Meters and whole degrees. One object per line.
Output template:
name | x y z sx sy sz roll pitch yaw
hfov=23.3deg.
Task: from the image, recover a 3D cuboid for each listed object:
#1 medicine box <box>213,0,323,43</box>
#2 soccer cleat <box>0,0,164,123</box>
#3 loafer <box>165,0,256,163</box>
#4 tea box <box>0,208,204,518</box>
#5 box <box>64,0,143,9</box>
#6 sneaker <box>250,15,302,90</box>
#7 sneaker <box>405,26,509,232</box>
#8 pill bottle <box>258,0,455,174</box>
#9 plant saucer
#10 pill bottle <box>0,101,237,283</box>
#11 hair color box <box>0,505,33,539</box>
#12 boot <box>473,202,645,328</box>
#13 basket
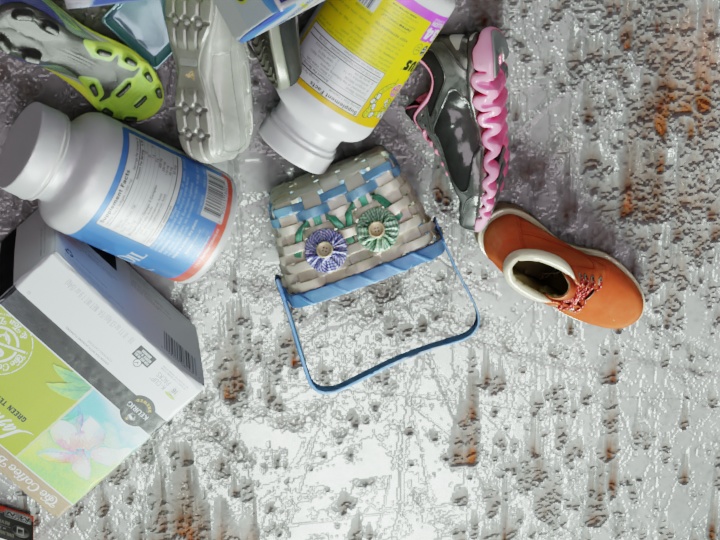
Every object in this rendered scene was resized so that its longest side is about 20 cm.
medicine box | -0.049 -0.315 1.414 0.199 0.103 0.183 -31 94 -24
soccer cleat | -0.252 -0.197 1.541 0.199 0.084 0.065 28 110 -43
loafer | -0.129 -0.197 1.550 0.069 0.070 0.202 -20 118 -46
tea box | -0.284 0.081 1.626 0.196 0.134 0.200 -41 115 11
box | -0.216 -0.327 1.469 0.121 0.048 0.202 -3 117 20
sneaker | -0.046 -0.261 1.506 0.105 0.075 0.202 -10 101 -17
sneaker | 0.090 -0.133 1.638 0.094 0.079 0.202 4 116 13
pill bottle | -0.009 -0.188 1.565 0.104 0.104 0.201 29 108 -21
plant saucer | -0.138 -0.271 1.552 0.200 0.019 0.070 -43 115 11
pill bottle | -0.219 -0.073 1.562 0.199 0.112 0.113 25 109 -30
hair color box | -0.411 0.327 1.761 0.101 0.061 0.201 22 110 -19
boot | 0.204 0.016 1.700 0.199 0.107 0.075 27 106 -22
basket | 0.000 0.000 1.635 0.175 0.139 0.201 -24 108 1
